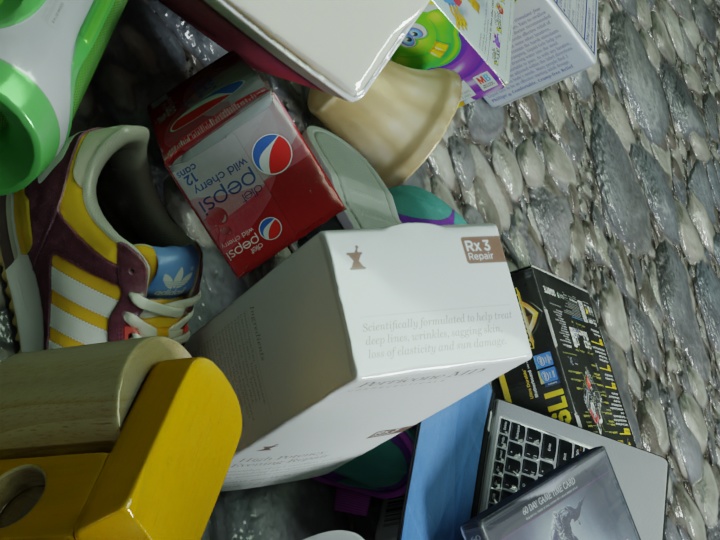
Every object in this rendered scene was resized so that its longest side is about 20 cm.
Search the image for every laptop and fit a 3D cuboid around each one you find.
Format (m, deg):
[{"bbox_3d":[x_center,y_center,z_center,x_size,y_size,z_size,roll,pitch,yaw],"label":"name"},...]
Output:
[{"bbox_3d":[0.107,0.135,0.895,0.199,0.116,0.188,20,53,-9],"label":"laptop"}]

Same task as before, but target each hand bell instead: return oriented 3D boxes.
[{"bbox_3d":[-0.042,-0.143,0.994,0.200,0.104,0.104,36,42,-22],"label":"hand bell"}]

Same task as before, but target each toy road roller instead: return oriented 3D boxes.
[{"bbox_3d":[-0.115,0.141,0.660,0.146,0.122,0.201,59,36,-38],"label":"toy road roller"}]

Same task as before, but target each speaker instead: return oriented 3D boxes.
[{"bbox_3d":[-0.162,-0.130,0.777,0.088,0.088,0.201,47,37,-30],"label":"speaker"}]

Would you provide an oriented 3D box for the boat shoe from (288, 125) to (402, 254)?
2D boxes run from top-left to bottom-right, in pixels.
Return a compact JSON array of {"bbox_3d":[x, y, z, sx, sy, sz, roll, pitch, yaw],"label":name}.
[{"bbox_3d":[0.000,0.000,0.882,0.075,0.060,0.200,23,27,-34],"label":"boat shoe"}]

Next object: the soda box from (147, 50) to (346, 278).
[{"bbox_3d":[-0.065,-0.061,0.813,0.070,0.063,0.200,58,-1,-16],"label":"soda box"}]

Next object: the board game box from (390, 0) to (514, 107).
[{"bbox_3d":[0.008,-0.205,1.065,0.200,0.103,0.105,43,40,-35],"label":"board game box"}]

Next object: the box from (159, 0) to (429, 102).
[{"bbox_3d":[-0.038,-0.181,0.848,0.109,0.128,0.200,34,-1,-22],"label":"box"}]

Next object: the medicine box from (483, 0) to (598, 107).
[{"bbox_3d":[0.101,-0.270,1.246,0.200,0.103,0.183,44,39,-33],"label":"medicine box"}]

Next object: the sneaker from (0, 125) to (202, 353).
[{"bbox_3d":[-0.113,0.030,0.750,0.075,0.090,0.201,-11,80,-58],"label":"sneaker"}]

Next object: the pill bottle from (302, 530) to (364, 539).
[{"bbox_3d":[0.014,0.239,0.792,0.201,0.116,0.116,59,33,-17],"label":"pill bottle"}]

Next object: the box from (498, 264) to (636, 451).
[{"bbox_3d":[0.145,0.087,1.106,0.200,0.049,0.161,16,58,-70],"label":"box"}]

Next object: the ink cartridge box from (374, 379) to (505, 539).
[{"bbox_3d":[0.082,0.168,1.022,0.163,0.057,0.200,-77,149,-44],"label":"ink cartridge box"}]

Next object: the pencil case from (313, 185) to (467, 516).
[{"bbox_3d":[0.017,0.042,0.947,0.201,0.085,0.093,-71,174,-46],"label":"pencil case"}]

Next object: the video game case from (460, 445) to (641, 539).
[{"bbox_3d":[0.133,0.212,0.867,0.143,0.019,0.201,-18,87,-52],"label":"video game case"}]

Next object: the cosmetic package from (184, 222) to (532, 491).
[{"bbox_3d":[-0.017,0.047,0.760,0.101,0.200,0.074,-4,72,-32],"label":"cosmetic package"}]
